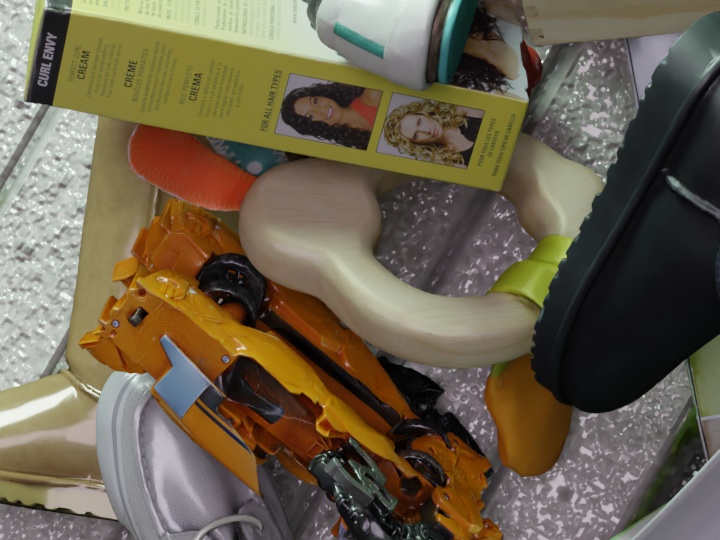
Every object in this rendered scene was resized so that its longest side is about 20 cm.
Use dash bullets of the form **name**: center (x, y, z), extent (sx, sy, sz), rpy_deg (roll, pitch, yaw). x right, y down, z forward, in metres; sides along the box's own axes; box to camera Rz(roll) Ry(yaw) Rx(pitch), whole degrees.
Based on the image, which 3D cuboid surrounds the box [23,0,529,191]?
- **box**: center (-0.034, -0.088, 1.152), extent (0.199, 0.075, 0.050), rpy_deg (9, 126, -10)

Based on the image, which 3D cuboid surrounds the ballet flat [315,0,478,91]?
- **ballet flat**: center (0.031, -0.141, 1.157), extent (0.069, 0.200, 0.070), rpy_deg (10, 126, 14)

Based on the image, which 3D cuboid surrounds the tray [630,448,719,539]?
- **tray**: center (0.201, 0.134, 1.049), extent (0.199, 0.107, 0.022), rpy_deg (35, 46, -2)

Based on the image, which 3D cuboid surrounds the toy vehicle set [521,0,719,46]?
- **toy vehicle set**: center (0.138, -0.160, 1.139), extent (0.123, 0.027, 0.201), rpy_deg (-5, 36, 16)

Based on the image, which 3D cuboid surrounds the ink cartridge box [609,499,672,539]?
- **ink cartridge box**: center (0.109, 0.218, 1.148), extent (0.145, 0.084, 0.200), rpy_deg (43, 119, 14)

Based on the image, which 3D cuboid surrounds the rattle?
- **rattle**: center (0.000, 0.000, 1.209), extent (0.199, 0.143, 0.131), rpy_deg (8, 68, 2)

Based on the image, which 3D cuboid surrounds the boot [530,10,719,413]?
- **boot**: center (0.158, 0.018, 1.034), extent (0.162, 0.073, 0.199), rpy_deg (39, 134, 21)

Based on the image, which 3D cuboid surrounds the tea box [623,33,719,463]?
- **tea box**: center (0.221, -0.037, 1.159), extent (0.199, 0.134, 0.198), rpy_deg (-10, 96, 8)

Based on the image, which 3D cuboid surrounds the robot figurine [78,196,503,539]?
- **robot figurine**: center (-0.022, 0.060, 1.199), extent (0.200, 0.145, 0.058), rpy_deg (42, 113, -11)

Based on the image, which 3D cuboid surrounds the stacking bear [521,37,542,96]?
- **stacking bear**: center (-0.012, -0.121, 1.236), extent (0.200, 0.114, 0.122), rpy_deg (36, 56, -12)

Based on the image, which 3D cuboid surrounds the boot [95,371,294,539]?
- **boot**: center (-0.043, 0.128, 1.196), extent (0.073, 0.095, 0.201), rpy_deg (-28, 98, -21)

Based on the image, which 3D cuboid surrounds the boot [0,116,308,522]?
- **boot**: center (-0.122, 0.009, 1.272), extent (0.174, 0.066, 0.201), rpy_deg (10, 84, -4)
